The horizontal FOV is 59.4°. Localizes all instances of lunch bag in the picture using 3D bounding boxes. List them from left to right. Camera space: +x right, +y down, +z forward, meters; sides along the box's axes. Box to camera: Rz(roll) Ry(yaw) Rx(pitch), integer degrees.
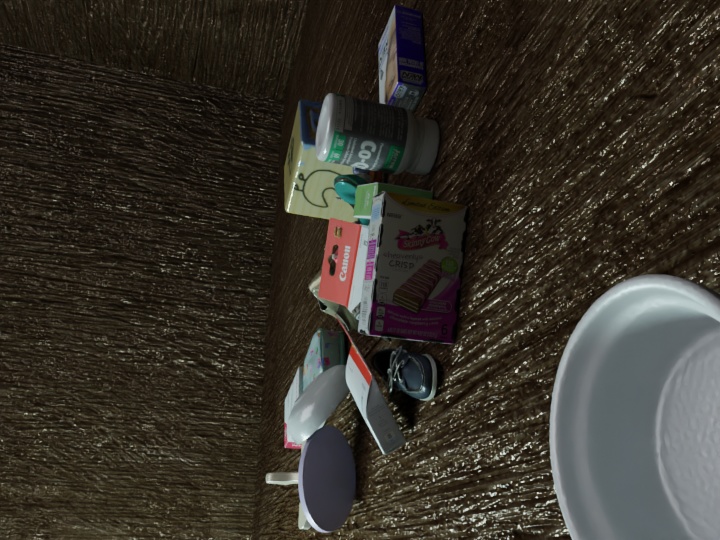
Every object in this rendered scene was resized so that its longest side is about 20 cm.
[{"bbox_3d":[-0.090,0.256,1.550,0.202,0.076,0.162,112,159,-44],"label":"lunch bag"}]

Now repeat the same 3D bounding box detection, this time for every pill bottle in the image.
[{"bbox_3d":[0.029,-0.229,1.083,0.113,0.196,0.116,-173,90,-76],"label":"pill bottle"}]

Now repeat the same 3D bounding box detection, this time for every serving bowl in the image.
[{"bbox_3d":[-0.089,0.272,1.349,0.200,0.066,0.200,-47,0,0],"label":"serving bowl"}]

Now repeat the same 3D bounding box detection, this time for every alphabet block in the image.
[{"bbox_3d":[-0.077,-0.263,1.531,0.198,0.191,0.202,-96,19,-47],"label":"alphabet block"}]

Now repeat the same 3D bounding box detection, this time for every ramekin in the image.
[{"bbox_3d":[0.215,0.109,0.399,0.200,0.096,0.205,-173,90,-76],"label":"ramekin"}]

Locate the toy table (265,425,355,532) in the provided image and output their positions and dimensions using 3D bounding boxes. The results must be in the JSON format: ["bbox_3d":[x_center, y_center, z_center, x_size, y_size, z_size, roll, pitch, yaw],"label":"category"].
[{"bbox_3d":[-0.093,0.437,1.313,0.117,0.182,0.203,-35,36,49],"label":"toy table"}]

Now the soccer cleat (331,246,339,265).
[{"bbox_3d":[0.003,0.019,1.359,0.067,0.076,0.201,-52,45,24],"label":"soccer cleat"}]

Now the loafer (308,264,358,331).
[{"bbox_3d":[-0.057,0.066,1.371,0.076,0.067,0.201,-110,-5,-46],"label":"loafer"}]

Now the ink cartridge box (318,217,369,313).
[{"bbox_3d":[0.000,0.000,1.154,0.197,0.047,0.163,16,102,31],"label":"ink cartridge box"}]

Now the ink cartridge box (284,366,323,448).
[{"bbox_3d":[-0.149,0.373,1.707,0.201,0.082,0.147,115,157,-49],"label":"ink cartridge box"}]

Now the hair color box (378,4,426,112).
[{"bbox_3d":[0.079,-0.406,1.247,0.110,0.064,0.204,123,149,-58],"label":"hair color box"}]

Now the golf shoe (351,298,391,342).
[{"bbox_3d":[0.079,0.046,1.040,0.200,0.097,0.078,-40,4,42],"label":"golf shoe"}]

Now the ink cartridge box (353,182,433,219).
[{"bbox_3d":[0.060,-0.114,1.093,0.200,0.102,0.061,-160,78,-75],"label":"ink cartridge box"}]

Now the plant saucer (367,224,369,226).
[{"bbox_3d":[0.015,-0.005,1.228,0.199,0.049,0.204,-26,60,56],"label":"plant saucer"}]

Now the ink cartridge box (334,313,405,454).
[{"bbox_3d":[-0.002,0.188,1.069,0.202,0.047,0.160,63,175,-16],"label":"ink cartridge box"}]

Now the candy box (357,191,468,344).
[{"bbox_3d":[0.076,-0.002,0.915,0.061,0.134,0.204,172,104,-73],"label":"candy box"}]

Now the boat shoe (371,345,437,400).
[{"bbox_3d":[0.068,0.159,1.013,0.200,0.061,0.076,-160,80,-75],"label":"boat shoe"}]

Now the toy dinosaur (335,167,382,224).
[{"bbox_3d":[0.014,-0.178,1.351,0.200,0.104,0.184,-42,63,45],"label":"toy dinosaur"}]

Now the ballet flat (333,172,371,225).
[{"bbox_3d":[0.003,-0.152,1.257,0.200,0.066,0.072,50,-127,-55],"label":"ballet flat"}]
